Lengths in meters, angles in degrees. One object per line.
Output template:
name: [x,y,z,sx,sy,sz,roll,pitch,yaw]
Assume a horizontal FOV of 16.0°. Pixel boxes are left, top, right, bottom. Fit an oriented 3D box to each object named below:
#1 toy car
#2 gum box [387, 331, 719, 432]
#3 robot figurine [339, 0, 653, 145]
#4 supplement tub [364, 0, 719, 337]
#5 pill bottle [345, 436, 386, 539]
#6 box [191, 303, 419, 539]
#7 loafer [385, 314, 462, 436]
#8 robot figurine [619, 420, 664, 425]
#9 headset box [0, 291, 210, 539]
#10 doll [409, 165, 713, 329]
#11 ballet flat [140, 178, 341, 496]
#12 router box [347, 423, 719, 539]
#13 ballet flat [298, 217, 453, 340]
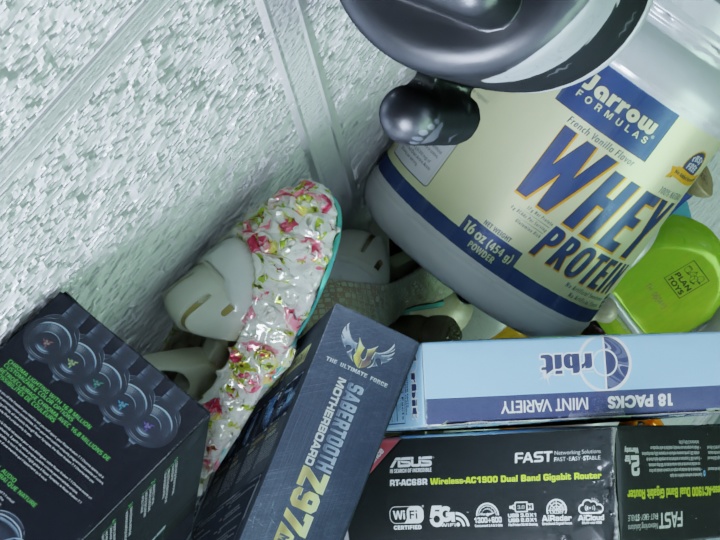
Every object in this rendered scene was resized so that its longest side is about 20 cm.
toy car: [0.141,0.007,1.665,0.200,0.175,0.150,-27,-143,20]
gum box: [0.078,0.060,1.332,0.170,0.045,0.200,-1,176,-18]
robot figurine: [0.056,-0.138,1.090,0.150,0.125,0.200,-30,172,16]
supplement tub: [0.112,-0.078,1.367,0.200,0.145,0.145,-54,166,11]
pill bottle: [-0.010,0.195,1.400,0.111,0.111,0.200,93,20,-67]
box: [-0.047,0.119,1.263,0.158,0.051,0.200,-69,-169,-24]
loafer: [0.011,0.111,1.513,0.076,0.067,0.200,-40,145,-65]
robot figurine: [0.139,0.093,1.769,0.145,0.200,0.058,-40,179,-39]
headset box: [-0.159,0.128,1.137,0.200,0.093,0.174,-45,164,-26]
doll: [0.113,-0.015,1.532,0.200,0.136,0.048,-33,-146,22]
ballet flat: [-0.076,0.041,1.249,0.064,0.076,0.200,13,114,-37]
router box: [0.103,0.113,1.333,0.200,0.150,0.062,5,82,-61]
ballet flat: [0.000,0.000,1.424,0.200,0.067,0.062,-24,120,-69]
